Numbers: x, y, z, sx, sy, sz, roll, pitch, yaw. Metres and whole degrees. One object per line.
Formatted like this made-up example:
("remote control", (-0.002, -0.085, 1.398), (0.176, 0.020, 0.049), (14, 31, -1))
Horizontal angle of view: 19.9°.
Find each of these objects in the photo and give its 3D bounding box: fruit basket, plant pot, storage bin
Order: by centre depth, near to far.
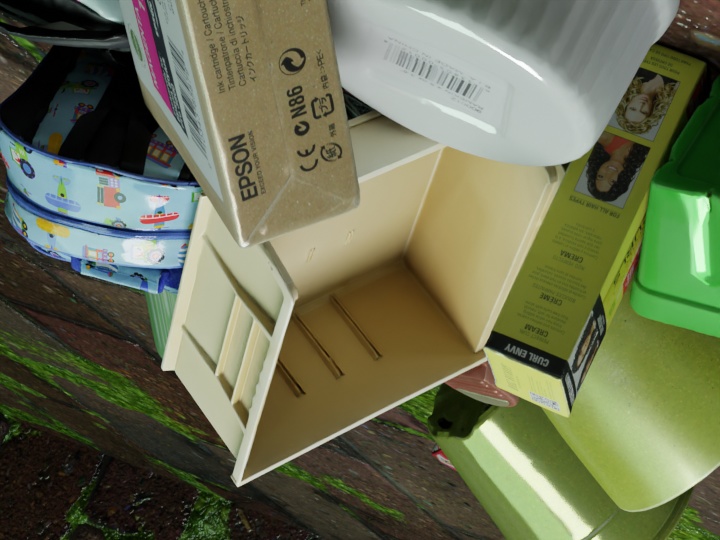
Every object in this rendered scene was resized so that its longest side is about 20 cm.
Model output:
("fruit basket", (0.269, -0.001, 1.144), (0.215, 0.156, 0.216), (26, 149, 17))
("storage bin", (0.000, 0.000, 1.209), (0.094, 0.199, 0.199), (51, 147, 24))
("plant pot", (0.164, 0.023, 1.357), (0.200, 0.187, 0.187), (42, 163, -9))
("plant pot", (0.164, 0.159, 1.821), (0.190, 0.200, 0.200), (45, 159, -20))

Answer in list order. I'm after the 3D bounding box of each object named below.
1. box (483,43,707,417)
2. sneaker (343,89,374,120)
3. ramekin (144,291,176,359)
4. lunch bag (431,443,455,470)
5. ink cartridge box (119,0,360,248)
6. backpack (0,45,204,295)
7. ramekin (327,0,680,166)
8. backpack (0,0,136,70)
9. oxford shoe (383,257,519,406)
("box", (0.133, -0.024, 1.140), (0.050, 0.201, 0.075), (21, 164, 17))
("sneaker", (0.000, -0.109, 1.321), (0.199, 0.075, 0.081), (23, 165, 12))
("ramekin", (-0.078, 0.014, 1.626), (0.198, 0.098, 0.200), (-6, -170, 1))
("lunch bag", (0.174, 0.199, 2.088), (0.199, 0.082, 0.176), (26, 166, -3))
("ink cartridge box", (-0.074, -0.139, 1.046), (0.165, 0.075, 0.201), (-127, 21, -50))
("backpack", (-0.132, -0.057, 1.239), (0.181, 0.135, 0.200), (14, -157, 4))
("ramekin", (0.058, -0.138, 1.076), (0.199, 0.098, 0.201), (23, 165, 7))
("backpack", (-0.173, -0.197, 1.189), (0.199, 0.127, 0.167), (26, -173, 18))
("oxford shoe", (0.061, 0.024, 1.432), (0.070, 0.074, 0.200), (11, 159, 33))
